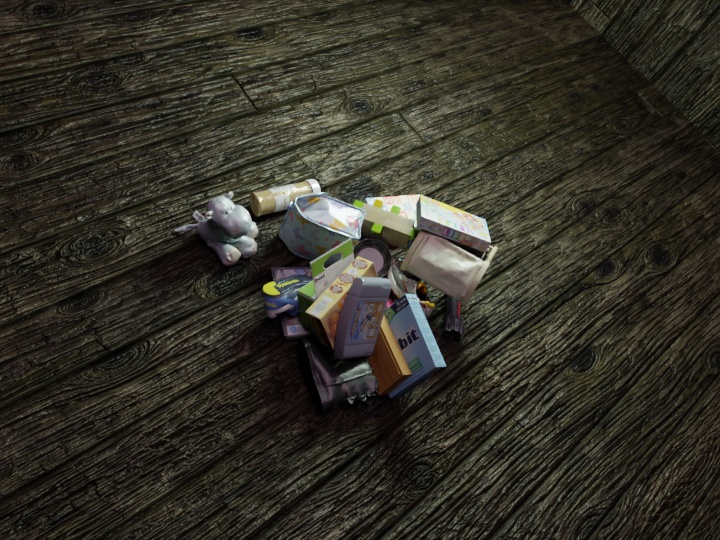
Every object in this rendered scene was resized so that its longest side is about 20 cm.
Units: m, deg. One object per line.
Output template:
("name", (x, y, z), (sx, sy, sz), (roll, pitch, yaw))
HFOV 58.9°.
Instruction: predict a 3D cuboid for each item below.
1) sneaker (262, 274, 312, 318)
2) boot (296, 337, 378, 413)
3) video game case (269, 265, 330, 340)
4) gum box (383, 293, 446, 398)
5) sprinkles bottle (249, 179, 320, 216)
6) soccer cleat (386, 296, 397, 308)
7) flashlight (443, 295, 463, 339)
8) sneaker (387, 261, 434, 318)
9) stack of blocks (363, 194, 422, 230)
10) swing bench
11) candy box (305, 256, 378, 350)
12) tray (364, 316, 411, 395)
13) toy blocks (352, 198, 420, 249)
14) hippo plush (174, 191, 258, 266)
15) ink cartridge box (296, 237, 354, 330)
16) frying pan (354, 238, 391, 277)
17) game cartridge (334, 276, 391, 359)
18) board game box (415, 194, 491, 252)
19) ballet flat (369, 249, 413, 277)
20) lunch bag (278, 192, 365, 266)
("sneaker", (-0.167, 0.063, 1.592), (0.073, 0.083, 0.199), (22, 24, 37))
("boot", (-0.053, 0.244, 1.548), (0.161, 0.073, 0.200), (-11, 66, -29))
("video game case", (-0.132, 0.080, 1.652), (0.179, 0.026, 0.202), (-2, 59, -24))
("gum box", (0.105, 0.188, 1.589), (0.044, 0.170, 0.202), (7, 53, -45))
("sprinkles bottle", (-0.209, -0.204, 1.782), (0.198, 0.068, 0.069), (-18, 66, -31))
("soccer cleat", (0.093, 0.149, 1.679), (0.069, 0.087, 0.200), (21, 24, -42))
("flashlight", (0.270, 0.095, 1.795), (0.067, 0.068, 0.202), (2, 57, 8))
("sneaker", (0.138, 0.050, 1.694), (0.077, 0.082, 0.201), (18, 34, -45))
("stack of blocks", (0.110, -0.157, 1.894), (0.198, 0.059, 0.116), (-7, 61, -27))
("swing bench", (0.240, -0.032, 1.706), (0.198, 0.131, 0.200), (30, 25, 10))
("candy box", (-0.034, 0.077, 1.533), (0.055, 0.116, 0.200), (24, 58, 37))
("tray", (0.046, 0.197, 1.591), (0.037, 0.099, 0.201), (6, 49, -44))
("toy blocks", (0.068, -0.105, 1.776), (0.198, 0.137, 0.101), (20, 61, 10))
("hippo plush", (-0.336, -0.132, 1.619), (0.199, 0.161, 0.160), (36, 52, 3))
("ink cartridge box", (-0.082, 0.028, 1.560), (0.075, 0.202, 0.147), (21, 40, 38))
("frying pan", (0.016, 0.005, 1.715), (0.114, 0.031, 0.192), (20, 72, -2))
("game cartridge", (0.003, 0.115, 1.524), (0.041, 0.202, 0.133), (22, 12, 33))
("board game box", (0.245, -0.126, 1.702), (0.198, 0.034, 0.135), (20, 30, -8))
("ballet flat", (0.102, -0.009, 1.798), (0.198, 0.076, 0.065), (13, 85, -10))
("lunch bag", (-0.107, -0.114, 1.700), (0.198, 0.170, 0.128), (18, 54, -10))
